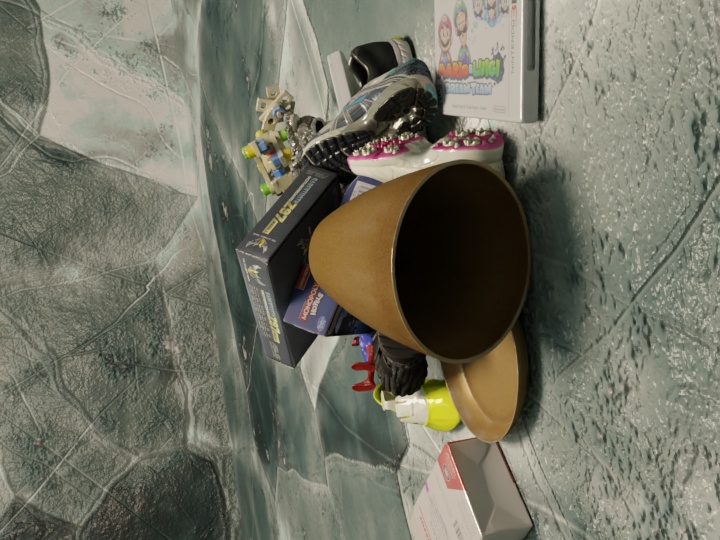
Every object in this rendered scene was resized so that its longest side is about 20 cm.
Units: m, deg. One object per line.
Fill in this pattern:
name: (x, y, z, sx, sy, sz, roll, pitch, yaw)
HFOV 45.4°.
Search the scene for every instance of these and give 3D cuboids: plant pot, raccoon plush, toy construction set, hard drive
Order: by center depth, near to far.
plant pot: (0.038, -0.013, 0.875, 0.198, 0.184, 0.190, 5, 102, 51)
plant pot: (0.136, 0.087, 0.957, 0.200, 0.027, 0.204, 172, 90, -72)
raccoon plush: (-0.091, -0.118, 1.148, 0.134, 0.200, 0.097, 45, 166, 10)
hard drive: (0.003, -0.177, 1.155, 0.132, 0.026, 0.203, 56, -162, -58)
toy construction set: (-0.135, -0.190, 1.315, 0.202, 0.091, 0.132, -94, -18, -49)

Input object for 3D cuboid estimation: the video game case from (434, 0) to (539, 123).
video game case: (0.123, -0.249, 0.876, 0.200, 0.023, 0.186, -147, 53, -67)

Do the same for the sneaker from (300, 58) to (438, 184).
sneaker: (0.012, -0.177, 1.022, 0.198, 0.077, 0.087, -28, 40, 31)

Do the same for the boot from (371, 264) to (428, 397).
boot: (0.055, 0.034, 1.044, 0.158, 0.078, 0.215, 80, -161, -68)

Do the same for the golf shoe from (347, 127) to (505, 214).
golf shoe: (0.068, -0.101, 0.932, 0.198, 0.075, 0.093, 6, 120, 42)

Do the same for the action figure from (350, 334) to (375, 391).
action figure: (0.006, 0.082, 1.250, 0.202, 0.051, 0.066, -82, -13, -50)

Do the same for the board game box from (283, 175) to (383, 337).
board game box: (0.000, 0.000, 1.080, 0.203, 0.061, 0.200, -69, -21, -9)

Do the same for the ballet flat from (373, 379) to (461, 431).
ballet flat: (0.069, 0.174, 1.131, 0.200, 0.066, 0.068, -177, 81, -71)

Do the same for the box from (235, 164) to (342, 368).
box: (-0.073, -0.002, 1.055, 0.050, 0.158, 0.202, 20, 142, 24)

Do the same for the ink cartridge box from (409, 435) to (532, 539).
ink cartridge box: (0.122, 0.298, 1.014, 0.202, 0.066, 0.118, 106, 151, -47)

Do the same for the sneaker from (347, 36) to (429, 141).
sneaker: (0.030, -0.192, 1.084, 0.074, 0.083, 0.204, 146, 115, -70)
